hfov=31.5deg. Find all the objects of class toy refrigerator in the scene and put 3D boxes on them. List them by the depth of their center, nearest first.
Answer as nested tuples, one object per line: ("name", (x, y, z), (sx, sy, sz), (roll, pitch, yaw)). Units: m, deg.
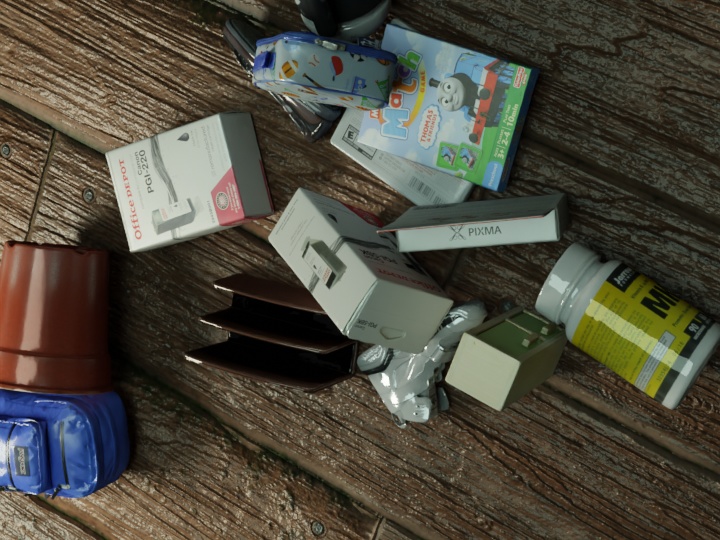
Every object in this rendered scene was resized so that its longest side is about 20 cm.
("toy refrigerator", (0.177, 0.097, 1.499), (0.075, 0.199, 0.071), (27, 107, 20))

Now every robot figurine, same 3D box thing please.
("robot figurine", (-0.033, -0.372, 1.549), (0.150, 0.201, 0.124), (-38, 50, -17))

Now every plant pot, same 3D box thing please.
("plant pot", (-0.438, 0.062, 1.808), (0.198, 0.200, 0.199), (7, 92, 24))

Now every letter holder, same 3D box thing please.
("letter holder", (-0.117, 0.081, 1.671), (0.197, 0.142, 0.102), (13, 103, 24))

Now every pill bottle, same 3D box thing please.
("pill bottle", (0.309, 0.060, 1.478), (0.199, 0.114, 0.115), (34, 110, 17))

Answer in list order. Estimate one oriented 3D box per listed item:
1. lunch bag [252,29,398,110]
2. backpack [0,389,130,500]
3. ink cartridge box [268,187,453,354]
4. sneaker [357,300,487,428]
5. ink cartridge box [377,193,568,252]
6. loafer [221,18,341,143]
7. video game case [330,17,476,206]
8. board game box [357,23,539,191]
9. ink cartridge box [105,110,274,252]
("lunch bag", (-0.049, -0.241, 1.525), (0.158, 0.200, 0.077), (10, 92, -17))
("backpack", (-0.441, 0.254, 1.841), (0.197, 0.168, 0.165), (2, 106, 22))
("ink cartridge box", (0.000, 0.000, 1.562), (0.083, 0.146, 0.200), (-56, 47, 17))
("sneaker", (0.095, 0.120, 1.614), (0.199, 0.075, 0.116), (-29, 84, 31))
("ink cartridge box", (0.135, -0.050, 1.498), (0.197, 0.176, 0.046), (-4, 101, 18))
("loafer", (-0.114, -0.247, 1.669), (0.200, 0.072, 0.063), (42, 116, 12))
("video game case", (0.079, -0.187, 1.608), (0.199, 0.023, 0.184), (36, 111, 18))
("board game box", (0.104, -0.200, 1.561), (0.198, 0.036, 0.154), (21, 106, 23))
("ink cartridge box", (-0.234, -0.119, 1.734), (0.197, 0.085, 0.148), (-15, 90, 28))
